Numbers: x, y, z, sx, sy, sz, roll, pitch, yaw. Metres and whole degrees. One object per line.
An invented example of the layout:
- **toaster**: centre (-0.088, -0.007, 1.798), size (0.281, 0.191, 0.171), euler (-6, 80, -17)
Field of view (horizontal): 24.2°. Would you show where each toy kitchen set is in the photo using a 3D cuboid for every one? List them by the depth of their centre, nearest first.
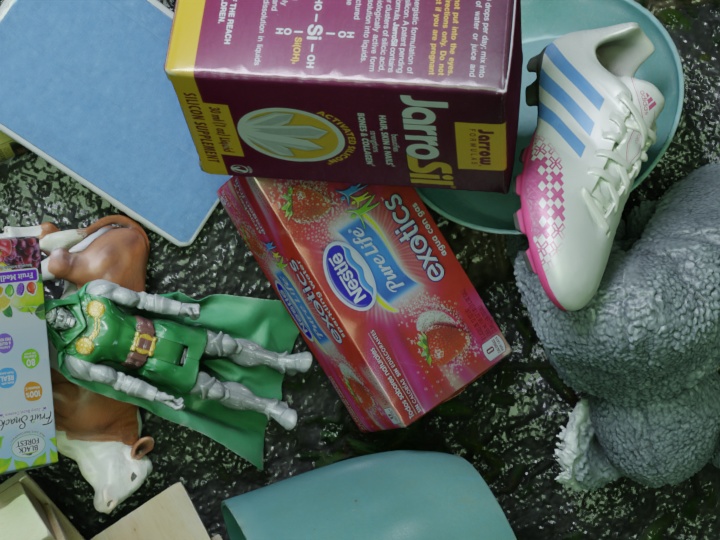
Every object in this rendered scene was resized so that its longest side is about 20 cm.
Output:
- **toy kitchen set**: centre (-0.171, 0.241, 1.065), size (0.199, 0.181, 0.164), euler (-32, 135, -4)

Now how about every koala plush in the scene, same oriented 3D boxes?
- **koala plush**: centre (0.189, 0.061, 1.115), size (0.175, 0.184, 0.202), euler (-6, 117, 14)

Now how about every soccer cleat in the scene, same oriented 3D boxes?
- **soccer cleat**: centre (0.143, -0.072, 1.024), size (0.086, 0.070, 0.202), euler (-17, 51, 29)

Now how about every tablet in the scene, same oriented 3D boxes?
- **tablet**: centre (-0.160, -0.118, 1.131), size (0.199, 0.014, 0.131), euler (34, 89, -26)

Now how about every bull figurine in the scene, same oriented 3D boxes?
- **bull figurine**: centre (-0.193, 0.061, 1.141), size (0.120, 0.065, 0.203), euler (7, 83, -34)

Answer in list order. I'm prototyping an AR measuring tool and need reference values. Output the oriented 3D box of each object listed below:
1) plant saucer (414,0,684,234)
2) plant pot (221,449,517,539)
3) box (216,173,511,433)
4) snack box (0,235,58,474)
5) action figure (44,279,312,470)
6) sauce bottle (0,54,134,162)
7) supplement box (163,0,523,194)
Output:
- **plant saucer**: centre (0.119, -0.103, 1.125), size (0.197, 0.036, 0.202), euler (-9, 58, 15)
- **plant pot**: centre (0.021, 0.211, 1.099), size (0.159, 0.200, 0.203), euler (-23, 92, -12)
- **box**: centre (0.000, 0.000, 1.123), size (0.095, 0.100, 0.201), euler (-32, 92, -18)
- **snack box**: centre (-0.277, 0.055, 1.093), size (0.053, 0.199, 0.144), euler (-8, 93, -44)
- **action figure**: centre (-0.128, 0.055, 1.117), size (0.198, 0.054, 0.120), euler (18, 80, -29)
- **sauce bottle**: centre (-0.248, -0.106, 1.142), size (0.198, 0.066, 0.067), euler (-23, 92, -5)
- **supplement box**: centre (-0.004, -0.123, 1.009), size (0.197, 0.131, 0.104), euler (4, 66, 8)
